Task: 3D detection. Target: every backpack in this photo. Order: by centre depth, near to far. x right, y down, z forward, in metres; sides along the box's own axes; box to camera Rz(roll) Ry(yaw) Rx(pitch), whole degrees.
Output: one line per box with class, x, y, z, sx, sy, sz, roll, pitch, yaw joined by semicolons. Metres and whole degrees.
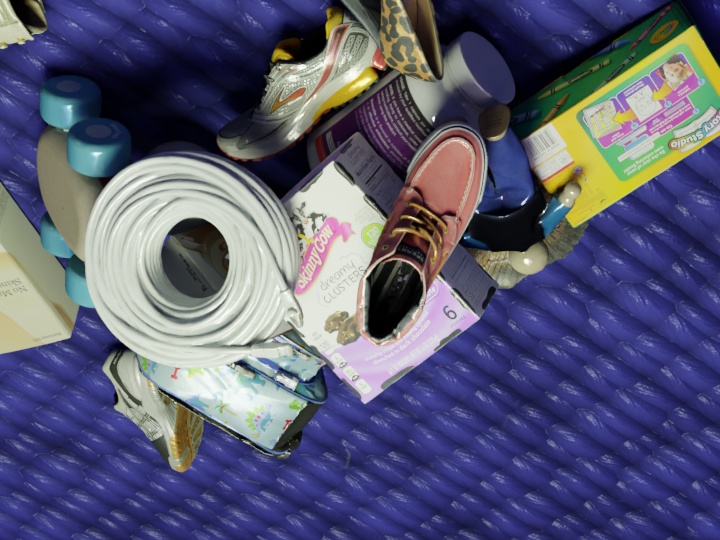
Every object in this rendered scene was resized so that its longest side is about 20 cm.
backpack;-0.133;0.078;1.635;0.199;0.183;0.147;28;109;-17

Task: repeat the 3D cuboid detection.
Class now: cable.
cable;-0.152;-0.011;1.371;0.198;0.069;0.202;-9;97;13

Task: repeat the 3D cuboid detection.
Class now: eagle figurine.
eagle figurine;0.120;-0.052;1.500;0.199;0.152;0.152;-31;85;24

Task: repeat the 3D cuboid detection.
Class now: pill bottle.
pill bottle;0.049;-0.140;1.432;0.112;0.113;0.200;36;129;-28

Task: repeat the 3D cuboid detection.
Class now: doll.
doll;0.139;-0.064;1.399;0.135;0.049;0.201;-15;136;12

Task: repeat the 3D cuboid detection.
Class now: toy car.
toy car;-0.212;-0.089;1.512;0.199;0.177;0.185;-10;127;-25

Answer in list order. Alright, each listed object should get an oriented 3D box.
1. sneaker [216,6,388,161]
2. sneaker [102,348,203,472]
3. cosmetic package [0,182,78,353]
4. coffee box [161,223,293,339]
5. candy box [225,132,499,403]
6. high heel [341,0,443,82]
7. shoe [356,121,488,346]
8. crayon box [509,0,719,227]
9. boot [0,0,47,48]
sneaker;-0.066;-0.181;1.437;0.200;0.078;0.082;-36;119;24
sneaker;-0.251;0.162;1.817;0.087;0.076;0.201;7;135;21
cosmetic package;-0.401;-0.004;1.646;0.104;0.071;0.201;-14;133;18
coffee box;-0.107;0.008;1.521;0.115;0.199;0.080;52;128;16
candy box;0.000;0.000;1.419;0.200;0.072;0.168;46;125;-7
high heel;0.054;-0.260;1.294;0.143;0.071;0.200;49;145;10
shoe;0.054;-0.030;1.297;0.071;0.091;0.201;25;104;-2
crayon box;0.248;-0.144;1.409;0.199;0.058;0.119;-33;123;14
boot;-0.369;-0.213;1.431;0.153;0.072;0.201;-8;134;10
